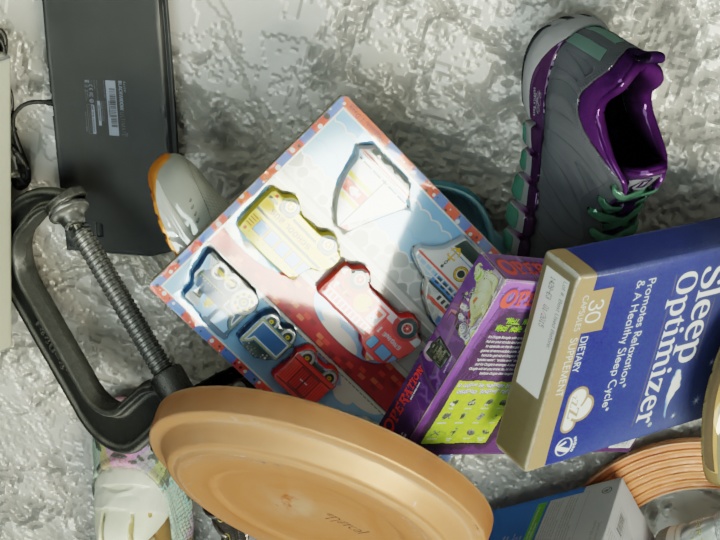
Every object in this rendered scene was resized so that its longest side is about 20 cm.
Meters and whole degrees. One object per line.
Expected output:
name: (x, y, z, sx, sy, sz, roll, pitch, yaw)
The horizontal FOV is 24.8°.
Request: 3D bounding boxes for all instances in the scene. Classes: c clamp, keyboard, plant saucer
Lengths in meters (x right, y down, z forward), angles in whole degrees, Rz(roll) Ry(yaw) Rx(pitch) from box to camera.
c clamp: (-0.152, 0.027, 0.989, 0.200, 0.027, 0.171, 55, 140, 11)
keyboard: (-0.172, -0.103, 0.995, 0.126, 0.021, 0.201, 5, 116, 10)
plant saucer: (-0.025, 0.125, 0.916, 0.199, 0.032, 0.201, 16, 155, 8)

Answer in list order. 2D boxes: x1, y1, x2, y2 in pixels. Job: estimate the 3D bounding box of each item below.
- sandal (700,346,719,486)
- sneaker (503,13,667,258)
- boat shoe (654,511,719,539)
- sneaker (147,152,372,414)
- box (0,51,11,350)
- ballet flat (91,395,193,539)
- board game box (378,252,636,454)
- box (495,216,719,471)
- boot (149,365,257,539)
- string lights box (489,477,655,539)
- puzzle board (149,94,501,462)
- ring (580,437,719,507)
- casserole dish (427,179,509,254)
sandal: (0.244, 0.031, 0.898, 0.054, 0.080, 0.201, 30, 93, 31)
sneaker: (0.130, -0.036, 0.908, 0.074, 0.087, 0.201, -17, 119, -25)
boat shoe: (0.256, 0.237, 1.015, 0.065, 0.074, 0.202, -28, 100, 28)
sneaker: (-0.039, -0.002, 0.947, 0.092, 0.076, 0.200, -39, 110, 4)
box: (-0.270, -0.042, 0.999, 0.095, 0.078, 0.201, 22, 122, 30)
ballet flat: (-0.148, 0.184, 1.102, 0.069, 0.071, 0.201, 4, 117, 19)
board game box: (0.113, 0.050, 0.917, 0.120, 0.199, 0.032, -57, 50, 26)
box: (0.169, 0.033, 0.899, 0.032, 0.199, 0.122, 38, 128, 41)
boot: (-0.086, 0.151, 1.051, 0.200, 0.069, 0.174, -34, 108, 16)
string lights box: (0.077, 0.202, 1.027, 0.199, 0.103, 0.059, -20, 111, 30)
puzzle board: (0.005, 0.024, 0.913, 0.151, 0.017, 0.200, -43, 109, 6)
ring: (0.223, 0.191, 1.050, 0.199, 0.019, 0.201, 6, 117, 11)
casserole dish: (0.000, 0.000, 0.995, 0.199, 0.039, 0.122, -5, 115, 14)
